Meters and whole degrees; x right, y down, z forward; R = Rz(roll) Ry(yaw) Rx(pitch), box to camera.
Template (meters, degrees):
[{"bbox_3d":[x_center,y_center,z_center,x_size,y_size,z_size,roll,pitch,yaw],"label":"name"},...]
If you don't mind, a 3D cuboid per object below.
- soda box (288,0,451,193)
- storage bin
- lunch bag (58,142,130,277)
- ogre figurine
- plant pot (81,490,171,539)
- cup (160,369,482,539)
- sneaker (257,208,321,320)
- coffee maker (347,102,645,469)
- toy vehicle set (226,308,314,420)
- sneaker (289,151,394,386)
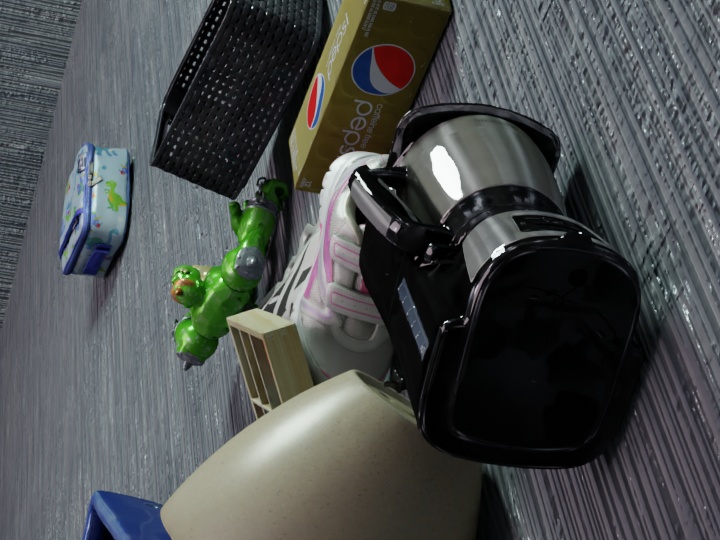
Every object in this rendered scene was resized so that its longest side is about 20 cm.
[{"bbox_3d":[0.004,-0.150,1.457,0.064,0.067,0.200,-98,24,-45],"label":"soda box"},{"bbox_3d":[-0.119,-0.186,1.773,0.135,0.093,0.200,-89,25,-55],"label":"storage bin"},{"bbox_3d":[-0.393,-0.084,2.732,0.200,0.082,0.161,131,142,-62],"label":"lunch bag"},{"bbox_3d":[-0.129,0.013,1.782,0.200,0.098,0.120,-36,22,20],"label":"ogre figurine"},{"bbox_3d":[-0.133,0.298,1.477,0.200,0.179,0.201,-154,73,-73],"label":"plant pot"},{"bbox_3d":[-0.004,0.149,1.164,0.143,0.200,0.200,-55,20,4],"label":"cup"},{"bbox_3d":[-0.041,0.047,1.491,0.089,0.074,0.200,-97,23,-49],"label":"sneaker"},{"bbox_3d":[0.079,0.027,1.057,0.200,0.134,0.193,-109,8,-60],"label":"coffee maker"},{"bbox_3d":[-0.049,0.132,1.405,0.124,0.026,0.201,-170,63,-74],"label":"toy vehicle set"},{"bbox_3d":[0.000,0.000,1.369,0.088,0.081,0.201,149,128,-71],"label":"sneaker"}]
